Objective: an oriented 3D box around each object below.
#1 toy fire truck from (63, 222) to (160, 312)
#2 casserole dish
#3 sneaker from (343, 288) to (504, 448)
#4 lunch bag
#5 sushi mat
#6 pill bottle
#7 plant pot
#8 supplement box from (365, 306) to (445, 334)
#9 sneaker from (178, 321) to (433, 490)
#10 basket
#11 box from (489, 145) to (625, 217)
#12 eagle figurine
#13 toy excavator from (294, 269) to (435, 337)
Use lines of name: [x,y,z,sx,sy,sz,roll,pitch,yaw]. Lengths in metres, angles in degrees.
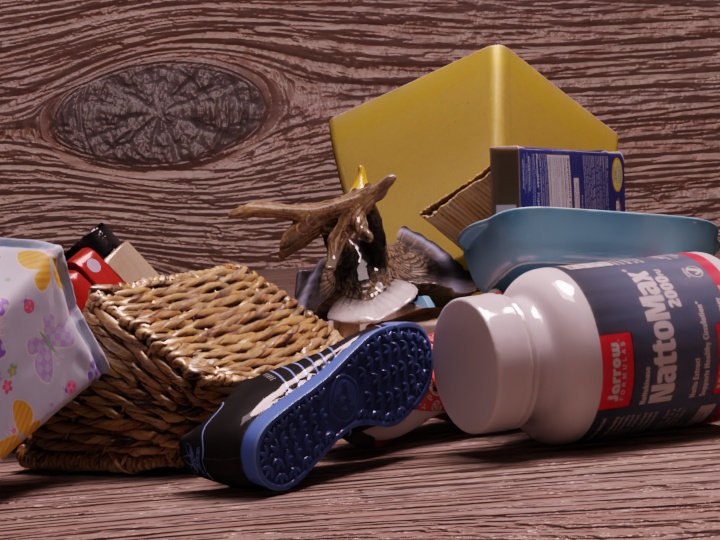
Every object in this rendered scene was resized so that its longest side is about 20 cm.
toy fire truck: [-0.255,0.066,1.574,0.176,0.129,0.200,-42,2,40]
casserole dish: [0.168,-0.005,1.558,0.198,0.039,0.121,3,-20,-15]
sneaker: [0.055,0.062,1.503,0.108,0.067,0.201,-45,-21,27]
lunch bag: [-0.294,0.064,1.406,0.199,0.128,0.170,4,34,37]
sushi mat: [0.130,-0.036,1.765,0.095,0.012,0.200,-36,-33,12]
pill bottle: [0.156,0.055,1.448,0.199,0.121,0.119,-6,4,-27]
plant pot: [0.106,-0.052,1.931,0.199,0.178,0.200,-21,-35,33]
supplement box: [0.118,0.066,1.662,0.198,0.074,0.126,-2,5,24]
sneaker: [-0.034,0.083,1.391,0.077,0.071,0.200,3,20,38]
basket: [-0.115,0.098,1.512,0.142,0.150,0.200,34,21,23]
box: [0.159,-0.036,1.702,0.032,0.122,0.199,-1,1,31]
eagle figurine: [0.003,-0.007,1.668,0.151,0.151,0.200,27,-19,22]
toy excavator: [-0.006,0.061,1.885,0.193,0.101,0.200,0,-8,24]
